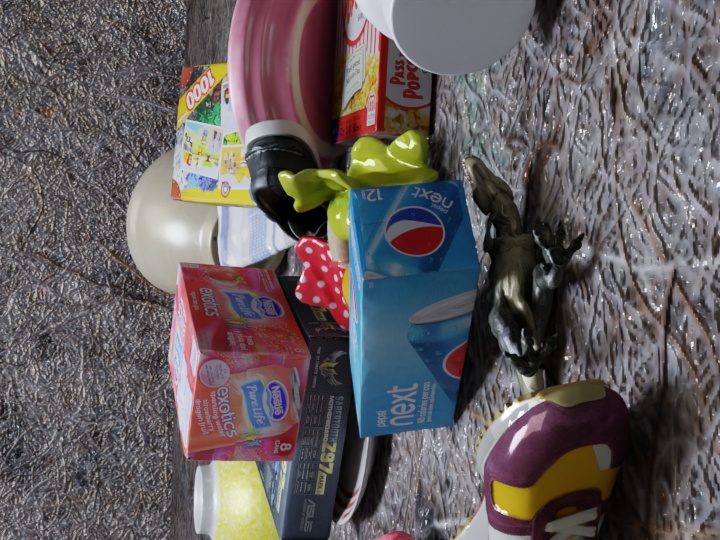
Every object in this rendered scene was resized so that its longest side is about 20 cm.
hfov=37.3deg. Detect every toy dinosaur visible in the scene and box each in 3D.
[{"bbox_3d":[0.088,0.024,0.577,0.088,0.047,0.201,112,156,-75],"label":"toy dinosaur"}]

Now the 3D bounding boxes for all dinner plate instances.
[{"bbox_3d":[-0.011,0.128,0.969,0.200,0.024,0.201,-178,90,-75],"label":"dinner plate"}]

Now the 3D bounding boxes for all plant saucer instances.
[{"bbox_3d":[-0.047,-0.175,0.944,0.200,0.051,0.202,3,-90,-65],"label":"plant saucer"}]

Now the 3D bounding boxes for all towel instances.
[{"bbox_3d":[-0.100,-0.089,1.191,0.200,0.024,0.148,-20,67,46],"label":"towel"}]

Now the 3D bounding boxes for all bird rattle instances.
[{"bbox_3d":[0.000,0.000,0.812,0.163,0.112,0.201,59,154,33],"label":"bird rattle"}]

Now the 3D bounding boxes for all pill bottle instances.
[{"bbox_3d":[0.041,-0.209,0.661,0.201,0.112,0.113,-104,22,-47],"label":"pill bottle"}]

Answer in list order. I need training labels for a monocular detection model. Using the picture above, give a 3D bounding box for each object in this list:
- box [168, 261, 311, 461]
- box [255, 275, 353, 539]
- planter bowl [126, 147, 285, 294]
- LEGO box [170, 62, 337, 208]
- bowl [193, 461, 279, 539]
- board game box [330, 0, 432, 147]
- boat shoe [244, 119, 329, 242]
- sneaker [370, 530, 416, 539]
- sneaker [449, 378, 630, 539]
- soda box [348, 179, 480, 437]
[{"bbox_3d":[-0.113,0.076,0.945,0.200,0.094,0.103,-124,42,-65],"label":"box"},{"bbox_3d":[-0.054,0.124,0.991,0.158,0.051,0.201,-127,43,-67],"label":"box"},{"bbox_3d":[-0.176,-0.051,1.351,0.134,0.199,0.201,19,108,47],"label":"planter bowl"},{"bbox_3d":[-0.112,-0.141,1.132,0.199,0.077,0.150,7,92,48],"label":"LEGO box"},{"bbox_3d":[-0.142,0.273,1.277,0.200,0.107,0.201,-177,90,-76],"label":"bowl"},{"bbox_3d":[0.018,-0.205,0.868,0.151,0.046,0.201,-173,86,-75],"label":"board game box"},{"bbox_3d":[-0.047,-0.053,0.911,0.200,0.075,0.061,44,-140,-58],"label":"boat shoe"},{"bbox_3d":[0.022,0.274,0.727,0.087,0.073,0.201,118,151,-55],"label":"sneaker"},{"bbox_3d":[0.092,0.137,0.509,0.201,0.075,0.090,99,157,-45],"label":"sneaker"},{"bbox_3d":[0.029,0.031,0.668,0.200,0.067,0.064,91,172,-57],"label":"soda box"}]
